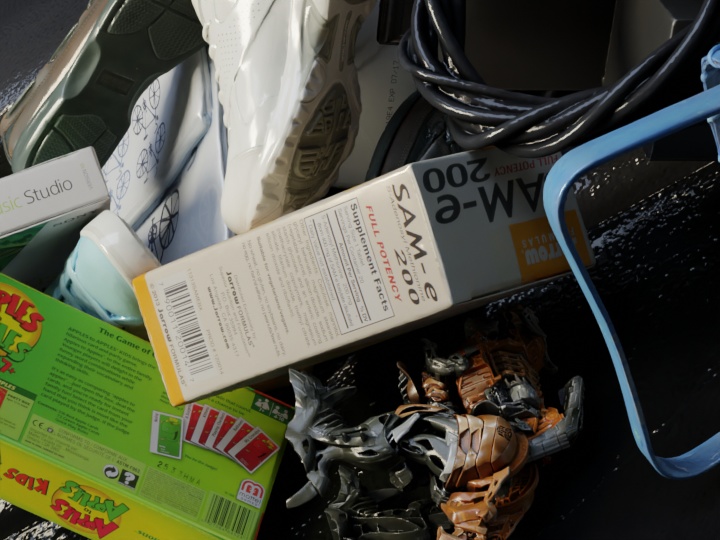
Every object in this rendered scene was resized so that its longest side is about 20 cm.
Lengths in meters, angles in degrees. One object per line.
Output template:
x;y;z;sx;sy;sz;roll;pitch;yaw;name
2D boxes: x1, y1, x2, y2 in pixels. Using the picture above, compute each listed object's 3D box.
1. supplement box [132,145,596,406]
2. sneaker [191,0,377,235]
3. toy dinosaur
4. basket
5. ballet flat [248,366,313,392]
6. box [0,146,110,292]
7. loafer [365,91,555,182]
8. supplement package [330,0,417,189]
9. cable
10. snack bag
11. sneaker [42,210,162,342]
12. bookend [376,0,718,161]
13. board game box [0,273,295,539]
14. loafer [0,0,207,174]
0.000;0.000;1.268;0.199;0.074;0.126;-21;-4;39;supplement box
-0.050;-0.117;1.357;0.099;0.078;0.201;16;94;27;sneaker
0.039;0.089;1.209;0.135;0.103;0.200;-6;18;18;toy dinosaur
0.189;-0.018;1.098;0.199;0.177;0.139;-27;35;-2;basket
-0.053;0.004;1.459;0.063;0.069;0.201;-5;39;2;ballet flat
-0.213;-0.001;1.415;0.144;0.037;0.200;-20;-14;-12;box
0.061;-0.074;1.405;0.063;0.072;0.201;-2;44;34;loafer
-0.054;-0.122;1.506;0.200;0.109;0.115;-153;68;-63;supplement package
0.102;-0.137;1.186;0.199;0.051;0.164;-10;84;28;cable
-0.117;-0.047;1.467;0.189;0.021;0.201;133;137;-54;snack bag
-0.152;0.035;1.380;0.082;0.074;0.200;-41;-9;-21;sneaker
0.129;-0.118;1.278;0.197;0.093;0.200;-1;29;-14;bookend
-0.141;0.080;1.307;0.048;0.199;0.102;-57;11;45;board game box
-0.136;-0.133;1.403;0.200;0.072;0.063;-50;47;9;loafer
